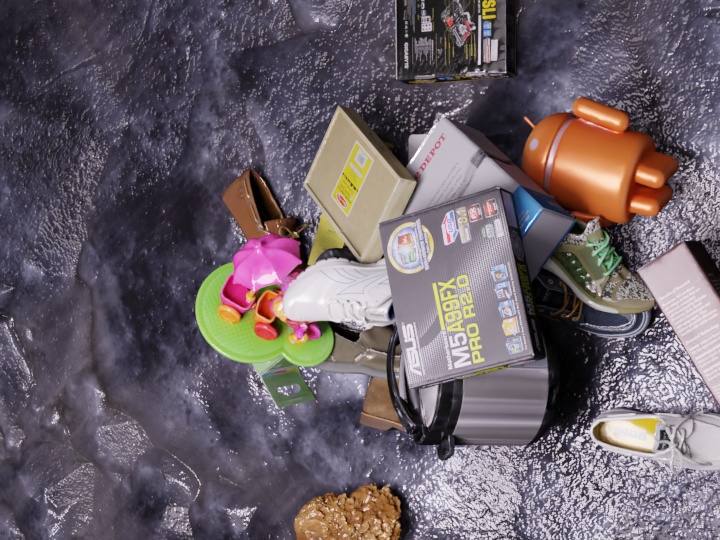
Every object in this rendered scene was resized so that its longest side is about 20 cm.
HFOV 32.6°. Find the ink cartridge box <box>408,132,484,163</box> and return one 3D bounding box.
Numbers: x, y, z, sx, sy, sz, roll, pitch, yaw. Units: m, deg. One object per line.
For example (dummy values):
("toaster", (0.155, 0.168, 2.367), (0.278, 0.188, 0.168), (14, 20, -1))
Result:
("ink cartridge box", (0.125, -0.078, 1.631), (0.115, 0.067, 0.202), (2, 92, 28))

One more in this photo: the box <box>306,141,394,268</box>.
("box", (-0.015, -0.086, 1.700), (0.050, 0.075, 0.201), (20, 99, 24))

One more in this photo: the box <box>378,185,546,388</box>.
("box", (0.115, 0.022, 1.419), (0.159, 0.044, 0.201), (-15, 77, 25))

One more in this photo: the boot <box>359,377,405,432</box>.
("boot", (0.091, 0.187, 1.657), (0.199, 0.073, 0.076), (10, 90, 29))

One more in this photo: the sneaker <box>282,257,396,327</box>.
("sneaker", (0.001, 0.030, 1.509), (0.199, 0.087, 0.075), (-12, 127, 5))

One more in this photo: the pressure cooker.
("pressure cooker", (0.128, 0.129, 1.536), (0.176, 0.198, 0.180), (-122, 38, -62))

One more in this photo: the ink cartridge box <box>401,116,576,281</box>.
("ink cartridge box", (0.141, -0.070, 1.510), (0.200, 0.083, 0.146), (48, 114, 35))

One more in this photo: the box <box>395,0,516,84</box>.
("box", (0.126, -0.353, 1.635), (0.159, 0.049, 0.202), (-1, 91, 24))

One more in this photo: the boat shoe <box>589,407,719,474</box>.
("boat shoe", (0.375, 0.204, 1.500), (0.201, 0.086, 0.075), (8, 95, 27))

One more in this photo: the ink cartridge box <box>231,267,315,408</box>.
("ink cartridge box", (-0.121, 0.089, 1.740), (0.059, 0.104, 0.201), (-38, 75, 23))

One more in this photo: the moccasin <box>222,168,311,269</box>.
("moccasin", (-0.118, -0.056, 1.758), (0.078, 0.073, 0.202), (-44, 65, 29))

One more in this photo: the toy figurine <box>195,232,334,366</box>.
("toy figurine", (-0.107, 0.031, 1.604), (0.199, 0.184, 0.151), (28, 62, -2))

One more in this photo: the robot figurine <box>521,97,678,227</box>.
("robot figurine", (0.285, -0.126, 1.522), (0.199, 0.144, 0.117), (20, 73, 25))

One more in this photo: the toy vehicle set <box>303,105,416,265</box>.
("toy vehicle set", (-0.005, -0.112, 1.591), (0.125, 0.026, 0.200), (-64, 37, 24))

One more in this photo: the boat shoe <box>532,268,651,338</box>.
("boat shoe", (0.260, 0.038, 1.552), (0.199, 0.091, 0.071), (18, 99, 25))

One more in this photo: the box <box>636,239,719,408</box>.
("box", (0.418, 0.065, 1.467), (0.075, 0.100, 0.201), (-33, 77, 24))

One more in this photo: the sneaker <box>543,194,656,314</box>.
("sneaker", (0.281, -0.021, 1.503), (0.199, 0.077, 0.089), (33, 139, 11))

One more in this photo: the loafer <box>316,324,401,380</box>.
("loafer", (0.026, 0.107, 1.682), (0.199, 0.075, 0.070), (1, 96, 27))

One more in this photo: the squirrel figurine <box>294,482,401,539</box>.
("squirrel figurine", (0.004, 0.394, 1.670), (0.185, 0.141, 0.202), (4, 96, 20))

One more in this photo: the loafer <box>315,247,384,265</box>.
("loafer", (0.000, 0.000, 1.623), (0.068, 0.200, 0.071), (-38, 62, 21))
